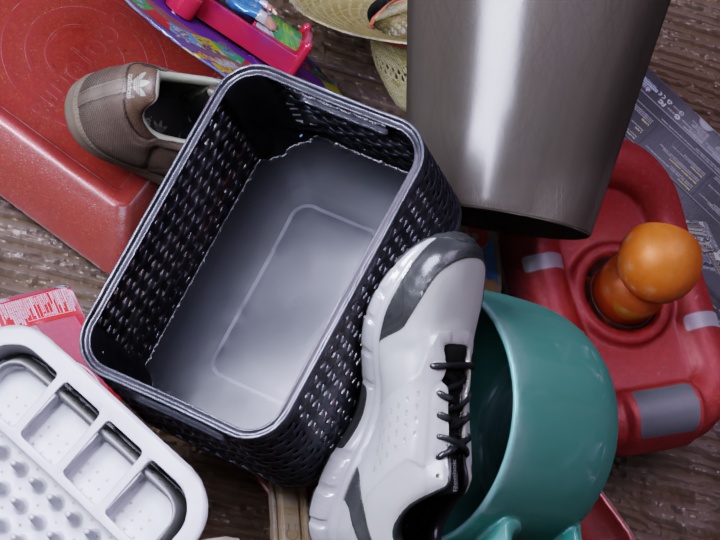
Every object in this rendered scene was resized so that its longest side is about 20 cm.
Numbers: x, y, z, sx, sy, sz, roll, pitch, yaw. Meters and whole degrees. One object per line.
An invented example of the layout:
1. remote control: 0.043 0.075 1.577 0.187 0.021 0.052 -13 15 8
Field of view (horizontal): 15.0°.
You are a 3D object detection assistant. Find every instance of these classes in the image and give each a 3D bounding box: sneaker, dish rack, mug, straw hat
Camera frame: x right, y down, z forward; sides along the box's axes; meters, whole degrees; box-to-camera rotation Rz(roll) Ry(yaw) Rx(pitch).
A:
1. sneaker: 0.038 0.077 1.495 0.074 0.200 0.080 0 21 -45
2. dish rack: -0.194 0.149 1.484 0.172 0.044 0.200 40 83 17
3. sneaker: -0.082 -0.077 1.658 0.200 0.076 0.071 13 71 -42
4. mug: 0.073 0.106 1.580 0.114 0.152 0.185 12 79 -43
5. straw hat: 0.048 -0.148 1.797 0.201 0.085 0.201 -1 28 1

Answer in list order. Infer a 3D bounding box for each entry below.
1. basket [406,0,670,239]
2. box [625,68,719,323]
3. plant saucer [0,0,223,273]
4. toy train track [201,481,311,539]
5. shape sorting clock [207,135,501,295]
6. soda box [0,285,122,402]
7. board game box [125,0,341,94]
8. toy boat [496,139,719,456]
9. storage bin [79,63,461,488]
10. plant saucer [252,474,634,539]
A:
1. basket: 0.099 -0.126 1.630 0.180 0.136 0.200 8 85 15
2. box: 0.182 -0.047 1.829 0.200 0.048 0.158 43 54 5
3. plant saucer: -0.176 -0.124 1.713 0.200 0.037 0.200 37 53 -1
4. toy train track: 0.005 0.172 1.578 0.200 0.033 0.115 8 58 -21
5. shape sorting clock: 0.000 0.000 1.650 0.200 0.039 0.200 7 76 -31
6. soda box: -0.163 0.112 1.560 0.063 0.070 0.200 -15 68 -27
7. board game box: -0.077 -0.165 1.704 0.158 0.039 0.200 45 18 31
8. toy boat: 0.167 0.007 1.684 0.130 0.131 0.200 -8 71 -24
9. storage bin: -0.048 0.003 1.532 0.135 0.094 0.200 23 76 23
10. plant saucer: 0.036 0.134 1.660 0.200 0.037 0.200 -26 73 -34
